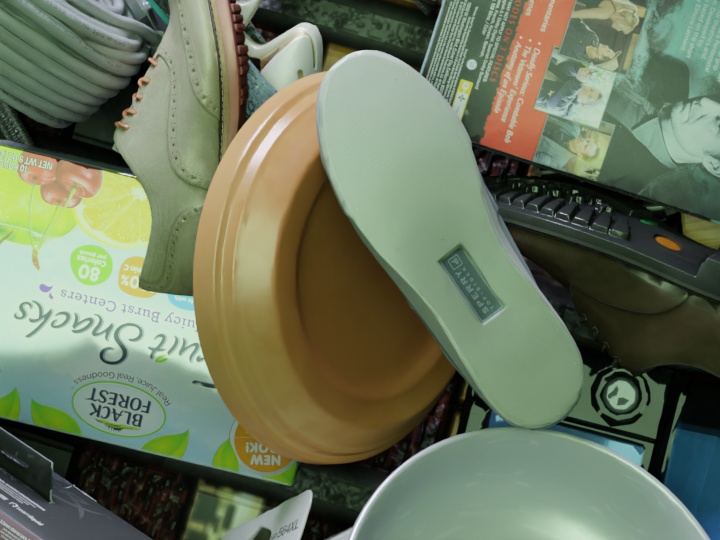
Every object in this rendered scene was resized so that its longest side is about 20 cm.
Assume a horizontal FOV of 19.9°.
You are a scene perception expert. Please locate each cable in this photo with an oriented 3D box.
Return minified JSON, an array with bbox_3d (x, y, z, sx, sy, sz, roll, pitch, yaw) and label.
[{"bbox_3d":[-0.196,-0.161,1.053,0.069,0.200,0.200,-44,84,11],"label":"cable"}]

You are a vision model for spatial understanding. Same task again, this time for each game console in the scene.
[{"bbox_3d":[0.122,0.141,1.042,0.172,0.119,0.201,14,86,3],"label":"game console"}]

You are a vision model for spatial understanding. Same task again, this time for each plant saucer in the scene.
[{"bbox_3d":[0.000,0.000,1.034,0.037,0.200,0.201,6,84,43],"label":"plant saucer"}]

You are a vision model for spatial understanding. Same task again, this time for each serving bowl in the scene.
[{"bbox_3d":[0.078,0.177,0.965,0.199,0.066,0.201,8,57,-12],"label":"serving bowl"}]

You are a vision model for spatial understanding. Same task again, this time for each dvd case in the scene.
[{"bbox_3d":[0.137,-0.110,1.000,0.199,0.022,0.147,17,101,0],"label":"dvd case"}]

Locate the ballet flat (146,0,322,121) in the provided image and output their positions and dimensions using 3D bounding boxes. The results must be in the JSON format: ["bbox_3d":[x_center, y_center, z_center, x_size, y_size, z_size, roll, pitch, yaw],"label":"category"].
[{"bbox_3d":[-0.061,-0.126,1.085,0.074,0.074,0.200,-38,101,0],"label":"ballet flat"}]

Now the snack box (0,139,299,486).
[{"bbox_3d":[-0.116,0.021,1.088,0.199,0.053,0.143,13,95,0],"label":"snack box"}]

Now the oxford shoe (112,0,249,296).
[{"bbox_3d":[-0.091,-0.084,1.024,0.073,0.071,0.201,-5,91,3],"label":"oxford shoe"}]

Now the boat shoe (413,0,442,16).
[{"bbox_3d":[0.032,-0.171,1.106,0.199,0.070,0.067,1,103,1],"label":"boat shoe"}]

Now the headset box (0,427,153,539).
[{"bbox_3d":[-0.202,0.174,1.037,0.148,0.075,0.201,29,104,29],"label":"headset box"}]

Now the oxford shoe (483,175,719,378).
[{"bbox_3d":[0.127,0.010,1.016,0.200,0.073,0.085,25,114,25],"label":"oxford shoe"}]

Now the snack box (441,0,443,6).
[{"bbox_3d":[0.130,-0.177,1.036,0.168,0.068,0.201,3,103,-4],"label":"snack box"}]

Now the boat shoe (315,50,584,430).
[{"bbox_3d":[0.037,-0.012,0.993,0.070,0.072,0.201,-31,93,-8],"label":"boat shoe"}]

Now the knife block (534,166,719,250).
[{"bbox_3d":[0.198,-0.048,1.058,0.175,0.064,0.200,39,105,7],"label":"knife block"}]

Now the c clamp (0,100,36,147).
[{"bbox_3d":[-0.208,-0.058,1.132,0.171,0.027,0.200,-36,86,1],"label":"c clamp"}]

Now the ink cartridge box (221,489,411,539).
[{"bbox_3d":[-0.026,0.220,1.020,0.125,0.128,0.201,-22,82,-33],"label":"ink cartridge box"}]
